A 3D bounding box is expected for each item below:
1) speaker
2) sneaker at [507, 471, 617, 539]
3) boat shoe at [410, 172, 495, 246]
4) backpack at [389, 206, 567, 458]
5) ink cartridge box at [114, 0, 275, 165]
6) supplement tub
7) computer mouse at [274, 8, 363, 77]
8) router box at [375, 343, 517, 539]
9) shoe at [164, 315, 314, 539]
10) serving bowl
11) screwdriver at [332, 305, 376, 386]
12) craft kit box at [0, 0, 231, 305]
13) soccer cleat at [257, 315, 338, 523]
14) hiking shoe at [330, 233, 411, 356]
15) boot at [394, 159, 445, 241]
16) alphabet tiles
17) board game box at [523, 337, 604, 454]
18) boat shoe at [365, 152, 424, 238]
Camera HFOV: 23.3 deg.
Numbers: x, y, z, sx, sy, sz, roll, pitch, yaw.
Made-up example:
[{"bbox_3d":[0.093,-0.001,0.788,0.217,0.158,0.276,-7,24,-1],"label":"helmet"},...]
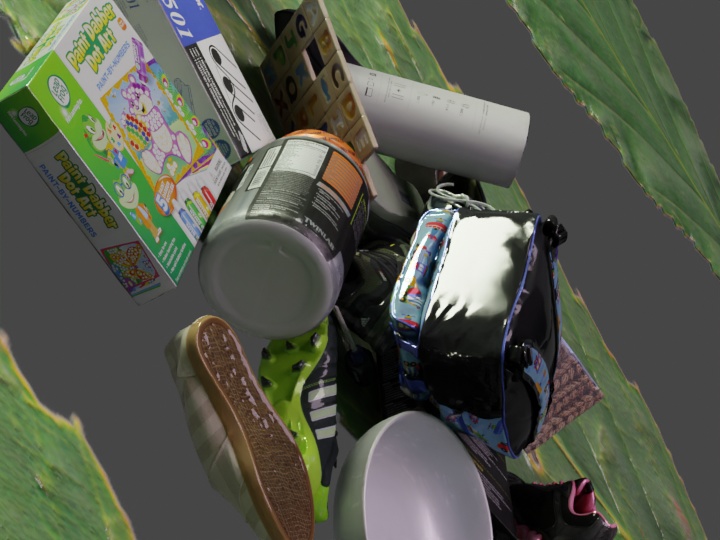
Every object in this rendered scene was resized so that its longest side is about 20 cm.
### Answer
[{"bbox_3d":[0.066,-0.144,1.733,0.199,0.081,0.081,14,38,-4],"label":"speaker"},{"bbox_3d":[0.196,0.242,1.745,0.079,0.096,0.200,32,6,-27],"label":"sneaker"},{"bbox_3d":[0.096,-0.051,1.717,0.075,0.062,0.200,21,21,0],"label":"boat shoe"},{"bbox_3d":[0.111,0.063,1.568,0.200,0.134,0.183,76,26,-50],"label":"backpack"},{"bbox_3d":[-0.153,-0.189,1.564,0.201,0.044,0.094,62,22,-6],"label":"ink cartridge box"},{"bbox_3d":[-0.060,-0.038,1.515,0.123,0.122,0.200,57,25,-19],"label":"supplement tub"},{"bbox_3d":[-0.007,-0.191,1.797,0.200,0.140,0.046,45,69,-47],"label":"computer mouse"},{"bbox_3d":[0.084,0.162,1.690,0.200,0.051,0.150,50,26,-44],"label":"router box"},{"bbox_3d":[-0.095,0.133,1.362,0.070,0.053,0.201,-24,91,-57],"label":"shoe"},{"bbox_3d":[0.036,0.225,1.508,0.200,0.066,0.201,25,59,-50],"label":"serving bowl"},{"bbox_3d":[-0.006,0.068,1.554,0.029,0.028,0.200,49,-8,16],"label":"screwdriver"},{"bbox_3d":[-0.194,-0.105,1.401,0.198,0.048,0.200,52,26,-21],"label":"craft kit box"},{"bbox_3d":[-0.048,0.121,1.471,0.081,0.067,0.201,58,28,-43],"label":"soccer cleat"},{"bbox_3d":[0.000,0.000,1.656,0.100,0.076,0.200,34,16,-14],"label":"hiking shoe"},{"bbox_3d":[0.120,-0.056,1.981,0.200,0.068,0.189,46,29,-39],"label":"boot"},{"bbox_3d":[-0.037,-0.142,1.651,0.008,0.167,0.201,-14,76,-26],"label":"alphabet tiles"},{"bbox_3d":[0.137,0.063,1.769,0.160,0.097,0.200,52,3,-23],"label":"board game box"},{"bbox_3d":[0.006,-0.066,1.746,0.201,0.071,0.070,32,38,-63],"label":"boat shoe"}]
